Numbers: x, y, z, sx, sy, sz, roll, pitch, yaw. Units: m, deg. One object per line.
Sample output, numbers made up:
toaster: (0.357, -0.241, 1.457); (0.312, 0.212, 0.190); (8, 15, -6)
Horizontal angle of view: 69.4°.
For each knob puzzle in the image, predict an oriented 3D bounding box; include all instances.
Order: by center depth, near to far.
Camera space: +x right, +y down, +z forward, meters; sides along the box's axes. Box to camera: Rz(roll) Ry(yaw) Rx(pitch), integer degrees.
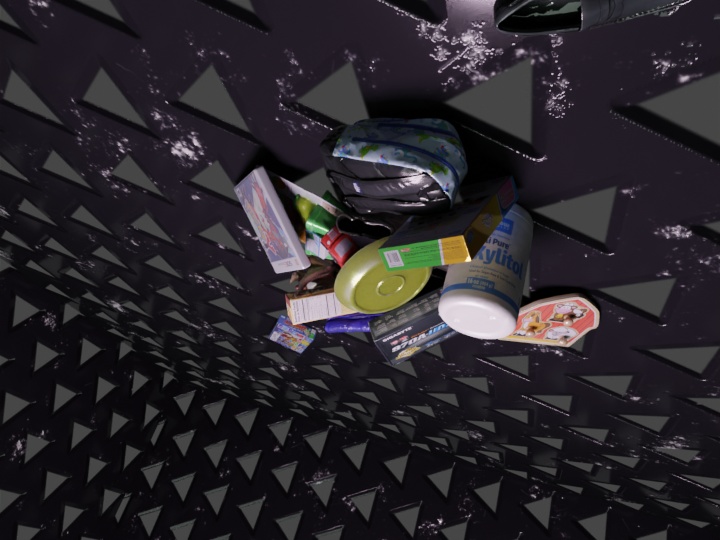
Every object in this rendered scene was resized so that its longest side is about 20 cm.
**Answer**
knob puzzle: (0.404, 0.111, 1.078); (0.213, 0.031, 0.222); (1, 145, 1)

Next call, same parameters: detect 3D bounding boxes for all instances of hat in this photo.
hat: (0.139, -0.007, 1.053); (0.195, 0.083, 0.202); (9, 154, 4)

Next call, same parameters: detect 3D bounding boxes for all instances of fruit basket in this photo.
fruit basket: (-0.123, -0.106, 1.041); (0.196, 0.095, 0.186); (23, 153, 4)

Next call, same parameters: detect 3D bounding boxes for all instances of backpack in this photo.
backpack: (0.063, -0.154, 0.789); (0.198, 0.155, 0.164); (26, 161, 43)

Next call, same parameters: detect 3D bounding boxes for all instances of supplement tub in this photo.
supplement tub: (0.212, -0.002, 0.872); (0.129, 0.204, 0.133); (15, 154, 8)

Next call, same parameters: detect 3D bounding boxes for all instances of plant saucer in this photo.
plant saucer: (0.049, 0.017, 0.927); (0.195, 0.031, 0.202); (-16, 143, -12)

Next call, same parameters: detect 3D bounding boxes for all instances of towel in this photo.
towel: (0.030, 0.092, 1.176); (0.196, 0.147, 0.051); (-6, 104, 29)

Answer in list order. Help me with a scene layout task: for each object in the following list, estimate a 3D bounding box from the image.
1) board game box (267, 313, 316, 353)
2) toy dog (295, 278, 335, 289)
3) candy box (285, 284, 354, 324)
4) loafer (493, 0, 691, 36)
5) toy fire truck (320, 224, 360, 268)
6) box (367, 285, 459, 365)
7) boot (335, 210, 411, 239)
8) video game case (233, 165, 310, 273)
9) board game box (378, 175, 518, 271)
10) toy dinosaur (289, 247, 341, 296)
board game box: (-0.236, 0.219, 1.773); (0.133, 0.035, 0.200); (26, 152, -9)
toy dog: (-0.092, 0.056, 1.299); (0.094, 0.134, 0.202); (-15, 132, 16)
candy box: (-0.059, 0.063, 1.118); (0.195, 0.057, 0.115); (-11, -174, -12)
loafer: (0.231, -0.269, 0.517); (0.196, 0.072, 0.068); (6, 150, 27)
toy fire truck: (0.000, 0.000, 0.995); (0.141, 0.049, 0.200); (47, 176, 17)
box: (0.126, 0.109, 1.044); (0.196, 0.047, 0.160); (-25, 149, 3)
boot: (0.062, -0.071, 0.918); (0.195, 0.070, 0.131); (9, -165, 13)
video game case: (-0.179, -0.091, 1.029); (0.181, 0.023, 0.204); (-6, 111, 64)
board game box: (0.139, -0.074, 0.799); (0.151, 0.200, 0.041); (-7, 117, 42)
toy dinosaur: (-0.078, -0.006, 1.136); (0.132, 0.201, 0.088); (14, 114, 7)
